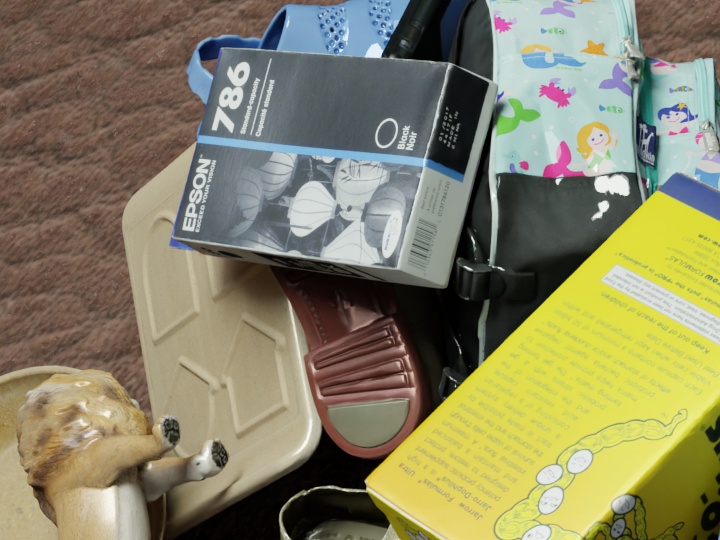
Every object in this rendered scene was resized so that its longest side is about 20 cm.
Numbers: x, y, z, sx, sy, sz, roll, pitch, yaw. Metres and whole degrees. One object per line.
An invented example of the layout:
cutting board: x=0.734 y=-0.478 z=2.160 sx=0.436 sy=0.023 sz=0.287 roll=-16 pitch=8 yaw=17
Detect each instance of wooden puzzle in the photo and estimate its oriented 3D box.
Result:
wooden puzzle: x=-0.064 y=0.025 z=1.503 sx=0.185 sy=0.046 sz=0.201 roll=-33 pitch=59 yaw=58

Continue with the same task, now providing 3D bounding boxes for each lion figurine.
lion figurine: x=-0.124 y=0.141 z=1.452 sx=0.122 sy=0.072 sz=0.201 roll=-15 pitch=65 yaw=36

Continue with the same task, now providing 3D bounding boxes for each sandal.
sandal: x=-0.020 y=-0.121 z=1.674 sx=0.200 sy=0.087 sz=0.080 roll=-29 pitch=37 yaw=12

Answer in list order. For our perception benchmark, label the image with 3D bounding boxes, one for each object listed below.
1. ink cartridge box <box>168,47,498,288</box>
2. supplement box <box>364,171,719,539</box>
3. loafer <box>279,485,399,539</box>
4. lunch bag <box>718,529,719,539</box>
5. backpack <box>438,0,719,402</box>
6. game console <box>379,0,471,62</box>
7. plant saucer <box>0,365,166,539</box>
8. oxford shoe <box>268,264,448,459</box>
ink cartridge box: x=-0.028 y=-0.051 z=1.364 sx=0.200 sy=0.039 sz=0.100 roll=6 pitch=80 yaw=47
supplement box: x=0.120 y=0.076 z=1.220 sx=0.200 sy=0.109 sz=0.109 roll=-44 pitch=43 yaw=-16
loafer: x=0.035 y=0.144 z=1.372 sx=0.200 sy=0.067 sz=0.076 roll=0 pitch=53 yaw=38
lunch bag: x=0.233 y=0.073 z=1.170 sx=0.076 sy=0.160 sz=0.201 roll=31 pitch=107 yaw=55
backpack: x=0.102 y=-0.039 z=1.403 sx=0.150 sy=0.178 sz=0.200 roll=-3 pitch=44 yaw=-6
game console: x=0.053 y=-0.105 z=1.514 sx=0.031 sy=0.177 sz=0.200 roll=15 pitch=49 yaw=13
plant saucer: x=-0.177 y=0.151 z=1.549 sx=0.200 sy=0.035 sz=0.201 roll=-14 pitch=62 yaw=28
oxford shoe: x=0.000 y=0.000 z=1.415 sx=0.070 sy=0.075 sz=0.201 roll=-16 pitch=73 yaw=23
